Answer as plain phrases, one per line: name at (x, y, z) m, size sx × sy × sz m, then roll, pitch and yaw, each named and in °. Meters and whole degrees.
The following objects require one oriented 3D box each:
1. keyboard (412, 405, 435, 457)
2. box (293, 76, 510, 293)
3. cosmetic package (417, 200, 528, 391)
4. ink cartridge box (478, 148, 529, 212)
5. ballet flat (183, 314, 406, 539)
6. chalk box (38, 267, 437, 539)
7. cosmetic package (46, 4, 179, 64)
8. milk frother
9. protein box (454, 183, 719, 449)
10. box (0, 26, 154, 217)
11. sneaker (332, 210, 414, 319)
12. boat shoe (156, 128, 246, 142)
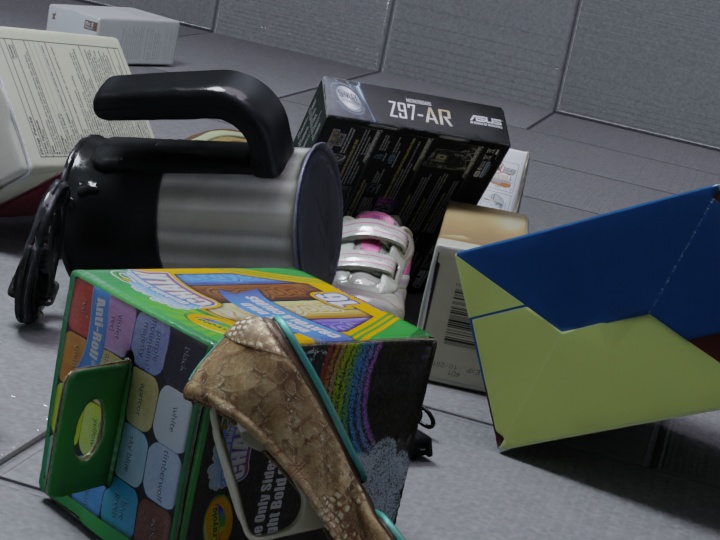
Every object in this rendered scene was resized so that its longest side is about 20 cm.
keyboard at (-0.026, 0.070, 1.157) m, size 0.103 × 0.040 × 0.200 m, roll 1°, pitch 17°, yaw -37°
box at (0.014, -0.065, 1.458) m, size 0.159 × 0.201 × 0.044 m, roll 7°, pitch 50°, yaw -18°
cosmetic package at (0.086, 0.016, 1.356) m, size 0.070 × 0.106 × 0.200 m, roll 12°, pitch 11°, yaw 3°
ink cartridge box at (0.047, -0.060, 1.627) m, size 0.198 × 0.085 × 0.176 m, roll 13°, pitch -20°, yaw 6°
ballet flat at (-0.015, 0.117, 0.791) m, size 0.065 × 0.201 × 0.071 m, roll -32°, pitch -6°, yaw -8°
chalk box at (-0.081, 0.074, 0.895) m, size 0.199 × 0.126 × 0.124 m, roll 1°, pitch 16°, yaw -44°
cosmetic package at (-0.369, -0.351, 2.617) m, size 0.101 × 0.075 × 0.199 m, roll 19°, pitch 16°, yaw 29°
milk frother at (-0.131, -0.024, 1.245) m, size 0.186 × 0.181 × 0.201 m, roll 2°, pitch 53°, yaw 16°
protein box at (0.206, 0.025, 1.178) m, size 0.197 × 0.136 × 0.199 m, roll -15°, pitch -4°, yaw 34°
box at (-0.276, -0.121, 1.468) m, size 0.108 × 0.129 × 0.200 m, roll -23°, pitch -7°, yaw 25°
sneaker at (0.000, 0.000, 1.374) m, size 0.081 × 0.089 × 0.200 m, roll 11°, pitch 13°, yaw -4°
boat shoe at (-0.155, -0.088, 1.702) m, size 0.199 × 0.072 × 0.076 m, roll -10°, pitch 39°, yaw -42°
